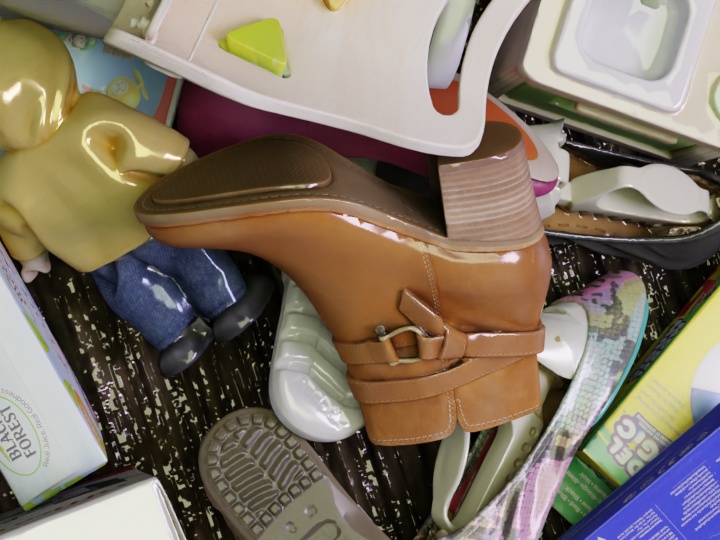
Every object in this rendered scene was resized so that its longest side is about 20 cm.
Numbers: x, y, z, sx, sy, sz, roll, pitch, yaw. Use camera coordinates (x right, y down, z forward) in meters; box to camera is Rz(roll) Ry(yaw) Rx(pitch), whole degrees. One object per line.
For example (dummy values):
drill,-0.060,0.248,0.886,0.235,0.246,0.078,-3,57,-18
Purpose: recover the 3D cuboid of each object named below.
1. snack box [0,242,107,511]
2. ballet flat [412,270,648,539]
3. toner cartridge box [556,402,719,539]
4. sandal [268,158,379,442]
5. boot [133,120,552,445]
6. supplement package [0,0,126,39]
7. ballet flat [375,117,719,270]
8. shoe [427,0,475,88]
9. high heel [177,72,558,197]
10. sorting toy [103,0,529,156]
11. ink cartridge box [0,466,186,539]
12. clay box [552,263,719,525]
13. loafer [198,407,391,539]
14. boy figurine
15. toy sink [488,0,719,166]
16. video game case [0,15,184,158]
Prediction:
snack box,-0.195,0.010,1.340,0.053,0.142,0.201,-30,98,-3
ballet flat,0.084,0.075,1.414,0.071,0.069,0.201,35,74,-28
toner cartridge box,0.151,0.162,1.411,0.200,0.043,0.095,-41,97,13
sandal,-0.006,-0.004,1.422,0.082,0.050,0.204,30,63,-13
boot,-0.005,0.012,1.343,0.199,0.077,0.156,-9,119,-4
supplement package,-0.133,-0.224,1.346,0.116,0.117,0.201,14,85,30
ballet flat,0.108,-0.047,1.419,0.199,0.068,0.068,7,70,-21
shoe,0.014,-0.192,1.363,0.090,0.071,0.202,8,78,-11
high heel,0.002,-0.062,1.392,0.199,0.067,0.097,28,124,13
sorting toy,-0.003,-0.143,1.282,0.179,0.107,0.201,26,76,-5
ink cartridge box,-0.155,0.158,1.320,0.146,0.200,0.083,-20,90,-9
clay box,0.200,0.078,1.456,0.115,0.048,0.200,41,82,-5
loafer,-0.013,0.156,1.409,0.076,0.067,0.201,-31,92,-7
boy figurine,-0.136,-0.039,1.376,0.124,0.065,0.200,-34,104,28
toy sink,0.145,-0.125,1.381,0.130,0.200,0.113,18,84,-8
video game case,-0.193,-0.105,1.420,0.199,0.017,0.144,16,85,-8
